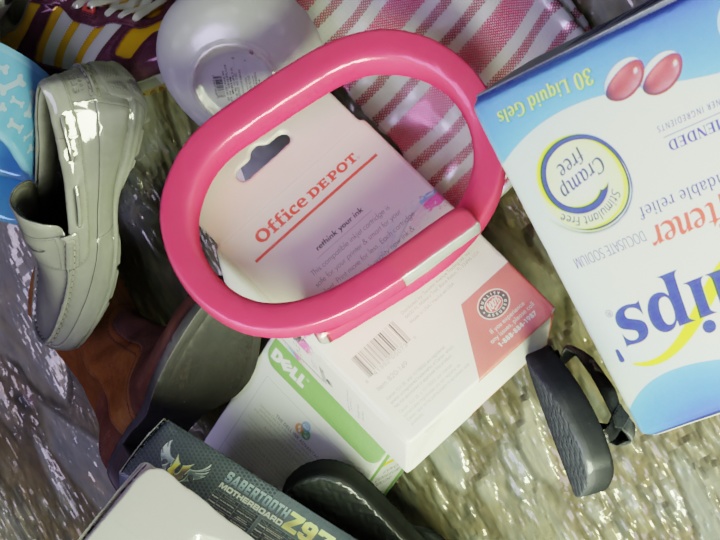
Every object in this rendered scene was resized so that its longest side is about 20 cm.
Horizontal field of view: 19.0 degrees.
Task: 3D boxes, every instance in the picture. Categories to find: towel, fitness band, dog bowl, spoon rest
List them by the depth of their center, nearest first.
[{"bbox_3d":[-0.014,-0.046,1.184,0.200,0.037,0.144,-33,72,-3],"label":"fitness band"},{"bbox_3d":[0.037,-0.141,1.228,0.200,0.030,0.146,49,126,14],"label":"towel"},{"bbox_3d":[-0.066,-0.082,1.285,0.099,0.061,0.201,-2,120,7],"label":"spoon rest"},{"bbox_3d":[-0.237,-0.086,1.348,0.111,0.050,0.200,15,160,13],"label":"dog bowl"}]

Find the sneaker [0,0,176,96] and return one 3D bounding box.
[{"bbox_3d":[-0.158,-0.152,1.339,0.200,0.075,0.090,-10,105,37],"label":"sneaker"}]

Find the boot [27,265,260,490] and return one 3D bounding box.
[{"bbox_3d":[-0.142,0.024,1.374,0.200,0.068,0.189,58,143,37],"label":"boot"}]

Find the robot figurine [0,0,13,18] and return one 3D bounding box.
[{"bbox_3d":[-0.278,-0.236,1.352,0.124,0.150,0.200,-20,63,5],"label":"robot figurine"}]

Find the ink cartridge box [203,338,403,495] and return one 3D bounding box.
[{"bbox_3d":[-0.021,0.093,1.328,0.104,0.059,0.200,45,126,16],"label":"ink cartridge box"}]

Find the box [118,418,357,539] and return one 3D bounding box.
[{"bbox_3d":[-0.052,0.190,1.287,0.200,0.051,0.158,30,150,14],"label":"box"}]

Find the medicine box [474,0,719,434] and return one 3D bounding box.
[{"bbox_3d":[0.189,-0.045,1.084,0.182,0.103,0.200,-24,96,37],"label":"medicine box"}]

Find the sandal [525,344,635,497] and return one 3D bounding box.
[{"bbox_3d":[0.118,0.069,1.152,0.043,0.200,0.076,-20,95,3],"label":"sandal"}]

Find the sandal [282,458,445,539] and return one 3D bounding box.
[{"bbox_3d":[0.032,0.181,1.307,0.075,0.048,0.201,-27,114,29],"label":"sandal"}]

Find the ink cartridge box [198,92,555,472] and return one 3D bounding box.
[{"bbox_3d":[0.000,0.000,1.227,0.200,0.116,0.068,46,168,14],"label":"ink cartridge box"}]

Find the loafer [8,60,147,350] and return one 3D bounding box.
[{"bbox_3d":[-0.182,-0.037,1.310,0.070,0.070,0.201,46,134,44],"label":"loafer"}]

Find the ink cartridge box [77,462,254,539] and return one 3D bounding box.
[{"bbox_3d":[-0.106,0.215,1.244,0.147,0.086,0.200,36,152,6],"label":"ink cartridge box"}]
